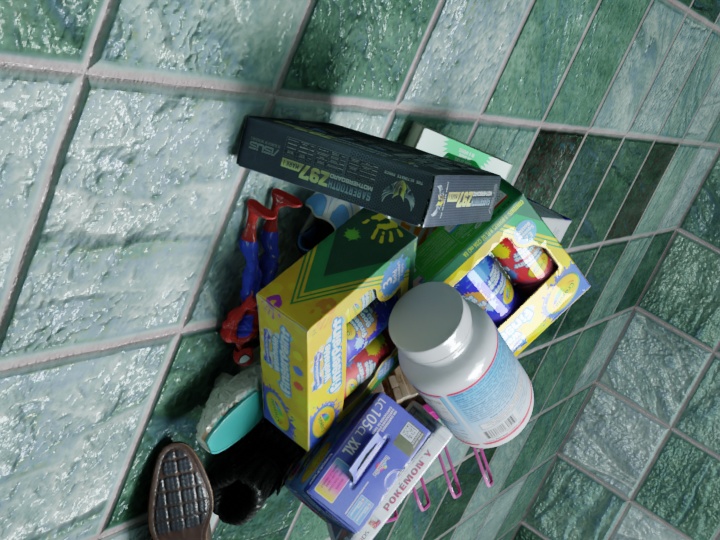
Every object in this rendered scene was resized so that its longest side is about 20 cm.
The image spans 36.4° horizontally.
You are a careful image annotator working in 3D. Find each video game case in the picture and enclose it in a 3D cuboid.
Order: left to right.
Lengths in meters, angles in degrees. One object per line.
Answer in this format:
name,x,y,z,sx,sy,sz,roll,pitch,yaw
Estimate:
video game case,0.026,0.239,1.261,0.183,0.023,0.200,-52,-174,-3

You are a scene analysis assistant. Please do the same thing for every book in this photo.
book,0.081,-0.060,1.307,0.133,0.048,0.201,18,103,-26

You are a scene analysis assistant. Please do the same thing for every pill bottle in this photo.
pill bottle,0.106,0.099,1.160,0.109,0.108,0.200,-52,139,-14

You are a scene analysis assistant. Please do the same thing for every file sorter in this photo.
file sorter,0.067,0.257,1.454,0.198,0.126,0.139,-20,168,6

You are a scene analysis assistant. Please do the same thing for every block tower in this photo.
block tower,0.037,0.157,1.432,0.198,0.054,0.058,-16,153,-10

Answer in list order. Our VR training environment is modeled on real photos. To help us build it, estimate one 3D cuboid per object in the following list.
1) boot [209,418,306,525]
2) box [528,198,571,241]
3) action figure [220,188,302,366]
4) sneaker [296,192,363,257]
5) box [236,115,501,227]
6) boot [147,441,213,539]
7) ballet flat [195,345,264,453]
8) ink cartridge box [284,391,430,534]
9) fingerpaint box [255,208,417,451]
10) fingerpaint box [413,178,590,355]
boot,-0.100,0.196,1.296,0.157,0.079,0.212,-33,147,-47
box,0.167,-0.011,1.440,0.200,0.104,0.185,0,118,-63
action figure,-0.104,0.017,1.111,0.065,0.051,0.201,-36,151,-50
sneaker,-0.041,-0.013,1.188,0.072,0.072,0.201,-12,137,-22
box,0.010,-0.092,1.006,0.157,0.199,0.052,-8,115,-62
boot,-0.201,0.266,1.214,0.074,0.097,0.202,-9,109,-14
ballet flat,-0.117,0.126,1.190,0.200,0.071,0.072,-35,148,-39
ink cartridge box,-0.004,0.209,1.205,0.137,0.076,0.200,-52,-174,-14
fingerpaint box,-0.023,0.062,1.128,0.167,0.073,0.201,-40,150,-32
fingerpaint box,0.143,0.021,1.278,0.200,0.073,0.167,-42,122,0
